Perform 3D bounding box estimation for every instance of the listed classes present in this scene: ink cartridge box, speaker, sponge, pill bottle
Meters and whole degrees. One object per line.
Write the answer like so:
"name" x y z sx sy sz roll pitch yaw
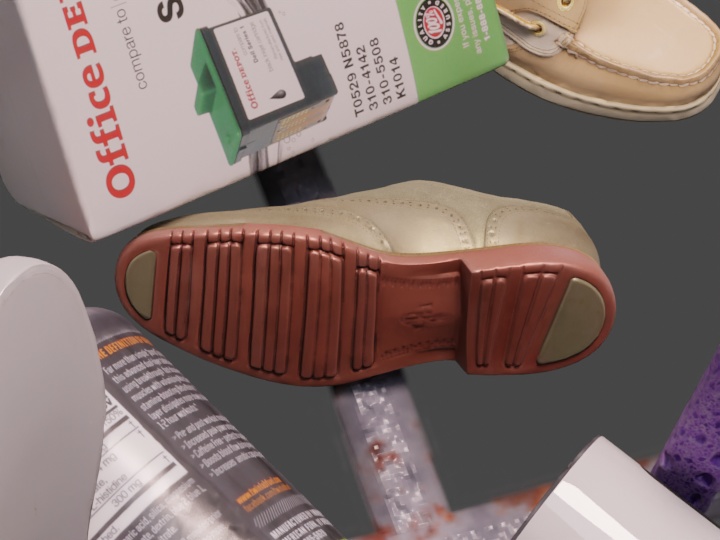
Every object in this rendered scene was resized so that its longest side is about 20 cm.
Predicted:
"ink cartridge box" -0.057 -0.117 0.996 0.199 0.147 0.084 -26 24 -21
"speaker" 0.144 0.154 0.932 0.200 0.081 0.081 37 60 11
"sponge" 0.158 0.020 0.944 0.030 0.200 0.112 31 58 9
"pill bottle" -0.090 0.086 0.905 0.106 0.106 0.200 -38 74 -28

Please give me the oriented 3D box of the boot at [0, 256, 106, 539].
"boot" -0.140 0.082 0.824 0.095 0.201 0.073 16 26 29

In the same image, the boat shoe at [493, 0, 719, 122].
"boat shoe" 0.072 -0.132 1.088 0.199 0.069 0.074 25 58 3

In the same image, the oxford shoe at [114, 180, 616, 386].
"oxford shoe" 0.000 0.000 1.010 0.199 0.071 0.074 5 34 -9
